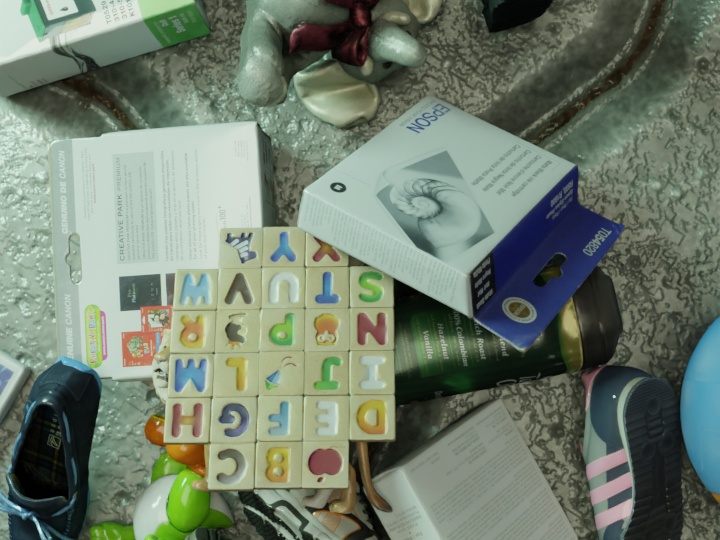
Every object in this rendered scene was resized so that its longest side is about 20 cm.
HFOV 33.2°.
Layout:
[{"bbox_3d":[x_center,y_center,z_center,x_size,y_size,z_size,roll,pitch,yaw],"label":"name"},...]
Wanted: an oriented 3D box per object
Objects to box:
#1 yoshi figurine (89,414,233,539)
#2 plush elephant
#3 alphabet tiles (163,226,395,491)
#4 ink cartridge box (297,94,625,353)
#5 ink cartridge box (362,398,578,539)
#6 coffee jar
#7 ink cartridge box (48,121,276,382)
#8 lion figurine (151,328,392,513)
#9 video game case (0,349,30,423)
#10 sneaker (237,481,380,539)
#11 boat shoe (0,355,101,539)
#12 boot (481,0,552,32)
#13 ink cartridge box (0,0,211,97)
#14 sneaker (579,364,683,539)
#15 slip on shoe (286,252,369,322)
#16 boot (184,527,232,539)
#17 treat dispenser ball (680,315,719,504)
[{"bbox_3d":[-0.181,0.221,0.978,0.111,0.112,0.202,17,89,20],"label":"yoshi figurine"},{"bbox_3d":[-0.012,-0.199,0.977,0.154,0.200,0.166,20,101,-18],"label":"plush elephant"},{"bbox_3d":[-0.057,0.060,0.879,0.164,0.006,0.202,0,67,1],"label":"alphabet tiles"},{"bbox_3d":[0.086,-0.047,0.926,0.199,0.200,0.041,29,131,18],"label":"ink cartridge box"},{"bbox_3d":[0.105,0.217,0.935,0.047,0.160,0.201,-31,85,36],"label":"ink cartridge box"},{"bbox_3d":[0.107,0.050,0.970,0.198,0.104,0.086,-12,81,3],"label":"coffee jar"},{"bbox_3d":[-0.158,-0.012,0.997,0.174,0.084,0.202,-3,86,4],"label":"ink cartridge box"},{"bbox_3d":[-0.065,0.109,0.899,0.198,0.072,0.124,7,80,10],"label":"lion figurine"},{"bbox_3d":[-0.408,0.125,1.032,0.181,0.023,0.201,30,87,5],"label":"video game case"},{"bbox_3d":[-0.013,0.198,0.927,0.080,0.074,0.200,-28,41,-27],"label":"sneaker"},{"bbox_3d":[-0.259,0.162,0.961,0.083,0.069,0.202,13,117,8],"label":"boat shoe"},{"bbox_3d":[0.108,-0.284,0.953,0.073,0.198,0.164,-18,92,-2],"label":"boot"},{"bbox_3d":[-0.244,-0.249,1.018,0.198,0.084,0.148,-18,85,1],"label":"ink cartridge box"},{"bbox_3d":[0.213,0.172,0.983,0.070,0.082,0.202,-7,105,-26],"label":"sneaker"},{"bbox_3d":[0.000,0.000,0.970,0.061,0.076,0.200,51,53,-15],"label":"slip on shoe"},{"bbox_3d":[-0.145,0.316,0.953,0.199,0.073,0.182,-37,122,2],"label":"boot"},{"bbox_3d":[0.342,0.107,0.905,0.199,0.201,0.203,0,86,3],"label":"treat dispenser ball"}]
